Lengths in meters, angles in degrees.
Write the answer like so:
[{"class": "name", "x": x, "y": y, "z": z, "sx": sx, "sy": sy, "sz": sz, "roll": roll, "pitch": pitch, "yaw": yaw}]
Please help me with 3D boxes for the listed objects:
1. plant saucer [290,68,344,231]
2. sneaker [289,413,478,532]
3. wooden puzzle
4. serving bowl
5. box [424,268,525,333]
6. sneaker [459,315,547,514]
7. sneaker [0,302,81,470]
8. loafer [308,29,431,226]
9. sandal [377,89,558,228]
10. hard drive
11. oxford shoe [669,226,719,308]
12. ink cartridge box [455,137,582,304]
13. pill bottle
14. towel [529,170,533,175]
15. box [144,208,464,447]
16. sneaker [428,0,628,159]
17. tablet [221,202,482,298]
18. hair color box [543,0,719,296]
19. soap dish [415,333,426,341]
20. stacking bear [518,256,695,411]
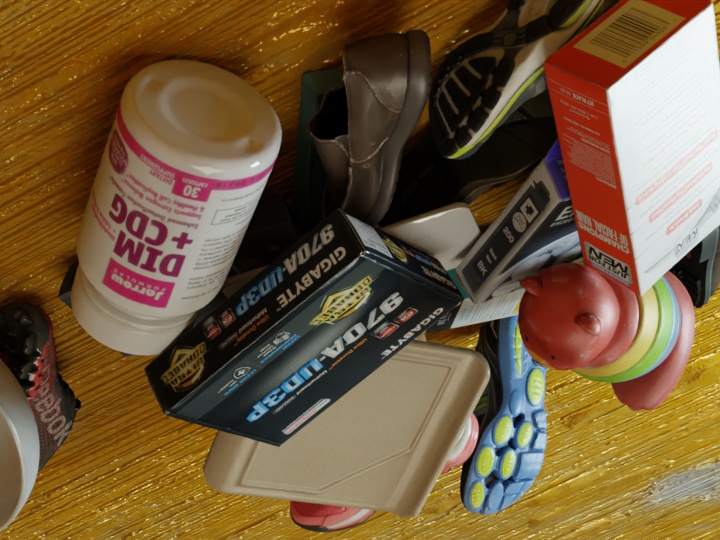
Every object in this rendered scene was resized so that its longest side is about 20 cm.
[{"class": "plant saucer", "x": -0.016, "y": -0.087, "z": 1.272, "sx": 0.070, "sy": 0.019, "sz": 0.200, "roll": -9, "pitch": 149, "yaw": -12}, {"class": "sneaker", "x": 0.005, "y": 0.164, "z": 1.492, "sx": 0.200, "sy": 0.074, "sz": 0.087, "roll": -32, "pitch": 132, "yaw": 18}, {"class": "wooden puzzle", "x": -0.014, "y": 0.123, "z": 1.390, "sx": 0.200, "sy": 0.037, "sz": 0.185, "roll": 13, "pitch": 121, "yaw": -20}, {"class": "serving bowl", "x": -0.337, "y": 0.117, "z": 1.323, "sx": 0.200, "sy": 0.200, "sz": 0.066, "roll": -44, "pitch": -177, "yaw": 37}, {"class": "box", "x": 0.150, "y": 0.003, "z": 1.447, "sx": 0.200, "sy": 0.049, "sz": 0.082, "roll": -11, "pitch": 162, "yaw": -10}, {"class": "sneaker", "x": 0.127, "y": 0.132, "z": 1.525, "sx": 0.071, "sy": 0.200, "sz": 0.083, "roll": 21, "pitch": 156, "yaw": -25}, {"class": "sneaker", "x": -0.283, "y": 0.101, "z": 1.393, "sx": 0.098, "sy": 0.071, "sz": 0.201, "roll": -29, "pitch": 145, "yaw": -47}, {"class": "loafer", "x": -0.004, "y": -0.103, "z": 1.180, "sx": 0.071, "sy": 0.073, "sz": 0.200, "roll": 6, "pitch": 141, "yaw": -11}, {"class": "sandal", "x": 0.092, "y": -0.085, "z": 1.272, "sx": 0.055, "sy": 0.082, "sz": 0.200, "roll": -6, "pitch": 151, "yaw": -50}, {"class": "hard drive", "x": -0.128, "y": 0.004, "z": 1.325, "sx": 0.200, "sy": 0.042, "sz": 0.135, "roll": -18, "pitch": 149, "yaw": 13}, {"class": "oxford shoe", "x": 0.318, "y": -0.026, "z": 1.479, "sx": 0.084, "sy": 0.073, "sz": 0.200, "roll": -31, "pitch": 160, "yaw": -11}, {"class": "ink cartridge box", "x": 0.193, "y": -0.066, "z": 1.286, "sx": 0.198, "sy": 0.043, "sz": 0.200, "roll": -19, "pitch": 156, "yaw": -36}, {"class": "pill bottle", "x": -0.138, "y": -0.040, "z": 1.169, "sx": 0.113, "sy": 0.113, "sz": 0.200, "roll": 1, "pitch": 136, "yaw": -27}, {"class": "towel", "x": 0.209, "y": -0.102, "z": 1.351, "sx": 0.146, "sy": 0.022, "sz": 0.200, "roll": -13, "pitch": 149, "yaw": -5}, {"class": "box", "x": -0.041, "y": 0.048, "z": 1.240, "sx": 0.200, "sy": 0.046, "sz": 0.159, "roll": -39, "pitch": 150, "yaw": 15}, {"class": "sneaker", "x": 0.126, "y": -0.148, "z": 1.180, "sx": 0.081, "sy": 0.074, "sz": 0.200, "roll": 12, "pitch": 135, "yaw": -40}, {"class": "tablet", "x": 0.000, "y": 0.000, "z": 1.296, "sx": 0.200, "sy": 0.014, "sz": 0.130, "roll": -18, "pitch": 160, "yaw": 7}, {"class": "hair color box", "x": 0.202, "y": -0.092, "z": 1.169, "sx": 0.111, "sy": 0.064, "sz": 0.200, "roll": -39, "pitch": 136, "yaw": -21}, {"class": "soap dish", "x": -0.021, "y": 0.073, "z": 1.460, "sx": 0.157, "sy": 0.081, "sz": 0.200, "roll": -17, "pitch": 149, "yaw": 0}, {"class": "stacking bear", "x": 0.187, "y": 0.039, "z": 1.305, "sx": 0.114, "sy": 0.121, "sz": 0.200, "roll": -54, "pitch": 156, "yaw": 13}]
